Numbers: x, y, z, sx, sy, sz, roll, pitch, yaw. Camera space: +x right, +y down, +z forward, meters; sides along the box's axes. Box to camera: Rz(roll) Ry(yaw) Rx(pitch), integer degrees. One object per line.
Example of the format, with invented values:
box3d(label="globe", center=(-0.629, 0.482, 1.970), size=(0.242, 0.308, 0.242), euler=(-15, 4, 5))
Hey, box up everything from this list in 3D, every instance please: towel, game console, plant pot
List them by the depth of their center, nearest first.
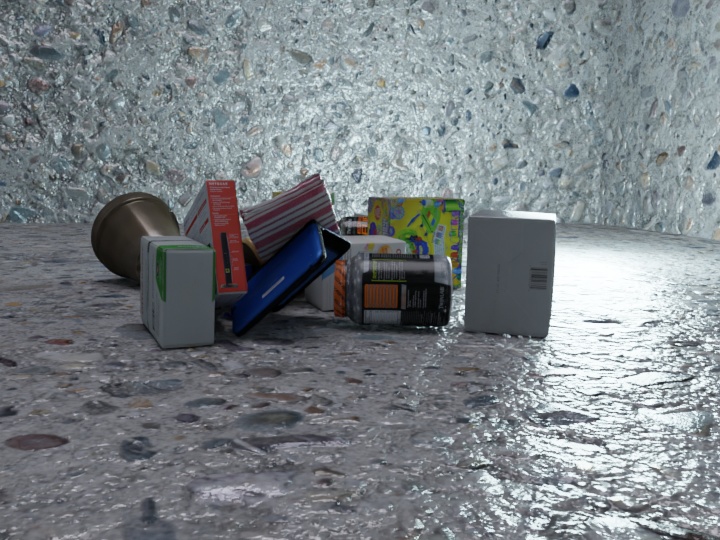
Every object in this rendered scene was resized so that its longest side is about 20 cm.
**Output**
box3d(label="game console", center=(-0.107, 0.027, 1.178), size=(0.118, 0.199, 0.172), euler=(40, 17, -29))
box3d(label="towel", center=(-0.108, -0.066, 1.180), size=(0.145, 0.201, 0.030), euler=(-27, 57, -7))
box3d(label="plant pot", center=(-0.474, -0.052, 1.586), size=(0.198, 0.203, 0.173), euler=(-5, 27, -38))

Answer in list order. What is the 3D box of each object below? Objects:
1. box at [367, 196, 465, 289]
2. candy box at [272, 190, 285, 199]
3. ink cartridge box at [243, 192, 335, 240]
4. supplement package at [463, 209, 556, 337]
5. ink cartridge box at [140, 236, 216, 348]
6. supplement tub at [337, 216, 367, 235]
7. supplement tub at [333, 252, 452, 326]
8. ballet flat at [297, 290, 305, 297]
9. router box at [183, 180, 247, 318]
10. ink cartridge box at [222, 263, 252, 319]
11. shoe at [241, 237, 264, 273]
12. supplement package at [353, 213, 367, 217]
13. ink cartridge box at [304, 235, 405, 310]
box3d(label="box", center=(0.122, -0.063, 1.608), size=(0.189, 0.204, 0.122), euler=(-1, 8, -24))
box3d(label="candy box", center=(-0.161, -0.094, 1.774), size=(0.114, 0.204, 0.055), euler=(6, 11, 31))
box3d(label="ink cartridge box", center=(-0.130, -0.078, 1.405), size=(0.198, 0.049, 0.146), euler=(-26, -2, -3))
box3d(label="supplement package", center=(0.265, -0.003, 1.248), size=(0.144, 0.195, 0.200), euler=(4, 9, 15))
box3d(label="ink cartridge box", center=(-0.292, 0.026, 1.122), size=(0.082, 0.149, 0.199), euler=(-1, 9, -26))
box3d(label="supplement tub", center=(0.009, -0.096, 2.093), size=(0.196, 0.125, 0.123), euler=(1, 8, 2))
box3d(label="supplement tub", center=(0.054, 0.033, 1.214), size=(0.196, 0.125, 0.123), euler=(2, 8, 1))
box3d(label="ballet flat", center=(-0.134, 0.030, 1.483), size=(0.198, 0.070, 0.063), euler=(-3, -19, -41))
box3d(label="router box", center=(-0.242, -0.028, 1.168), size=(0.048, 0.183, 0.200), euler=(-3, -13, -25))
box3d(label="ink cartridge box", center=(-0.265, 0.026, 1.313), size=(0.044, 0.096, 0.199), euler=(-5, 11, -37))
box3d(label="shoe", center=(-0.172, -0.007, 1.296), size=(0.069, 0.054, 0.201), euler=(31, -22, 23))
box3d(label="supplement package", center=(0.068, -0.119, 2.279), size=(0.116, 0.119, 0.199), euler=(-4, 10, -28))
box3d(label="ink cartridge box", center=(0.000, 0.000, 1.405), size=(0.197, 0.131, 0.125), euler=(-3, 9, -20))
